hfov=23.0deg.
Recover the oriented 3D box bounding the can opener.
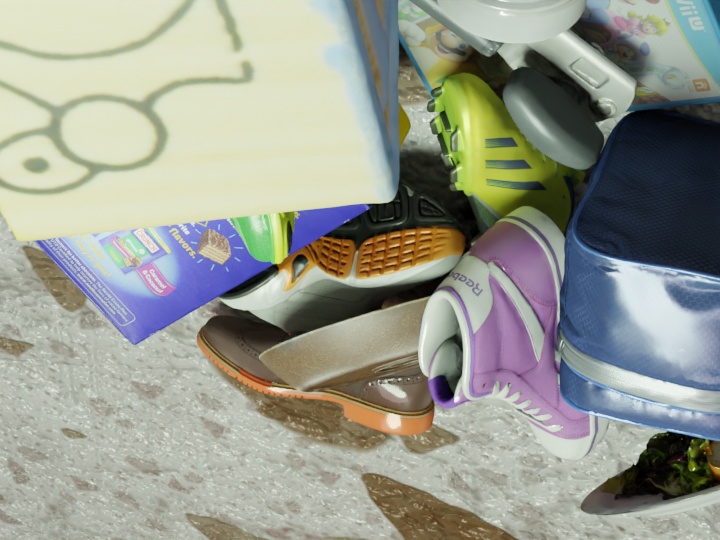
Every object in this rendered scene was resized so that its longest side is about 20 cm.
[{"bbox_3d":[0.074,-0.140,1.008,0.200,0.067,0.053,38,144,-12],"label":"can opener"}]

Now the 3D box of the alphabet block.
[{"bbox_3d":[-0.093,-0.150,0.860,0.200,0.197,0.195,-5,142,9],"label":"alphabet block"}]

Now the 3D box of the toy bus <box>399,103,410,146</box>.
[{"bbox_3d":[-0.041,-0.155,1.052,0.065,0.078,0.200,-14,127,34],"label":"toy bus"}]

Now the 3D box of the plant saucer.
[{"bbox_3d":[0.030,0.048,1.214,0.200,0.035,0.200,-15,172,-2],"label":"plant saucer"}]

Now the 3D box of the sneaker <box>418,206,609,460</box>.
[{"bbox_3d":[0.089,0.066,1.116,0.073,0.114,0.201,22,144,43],"label":"sneaker"}]

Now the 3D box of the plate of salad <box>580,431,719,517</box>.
[{"bbox_3d":[0.240,0.119,1.199,0.200,0.200,0.048,-21,91,44],"label":"plate of salad"}]

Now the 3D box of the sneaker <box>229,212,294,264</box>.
[{"bbox_3d":[-0.104,-0.087,1.056,0.083,0.074,0.200,-28,109,15],"label":"sneaker"}]

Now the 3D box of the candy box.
[{"bbox_3d":[-0.118,-0.069,1.155,0.200,0.077,0.169,-28,119,20],"label":"candy box"}]

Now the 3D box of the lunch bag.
[{"bbox_3d":[0.195,0.004,1.047,0.136,0.200,0.133,14,125,16],"label":"lunch bag"}]

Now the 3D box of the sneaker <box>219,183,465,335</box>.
[{"bbox_3d":[0.000,0.000,1.205,0.200,0.076,0.092,-9,145,40],"label":"sneaker"}]

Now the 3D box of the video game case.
[{"bbox_3d":[0.114,-0.146,1.042,0.200,0.018,0.143,-4,136,32],"label":"video game case"}]

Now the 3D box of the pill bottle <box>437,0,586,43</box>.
[{"bbox_3d":[0.085,-0.214,0.886,0.112,0.112,0.200,16,143,10],"label":"pill bottle"}]

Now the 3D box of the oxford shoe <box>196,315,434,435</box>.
[{"bbox_3d":[-0.031,0.060,1.366,0.200,0.071,0.073,16,116,14],"label":"oxford shoe"}]

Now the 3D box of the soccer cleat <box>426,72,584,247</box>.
[{"bbox_3d":[0.096,-0.065,1.112,0.084,0.065,0.200,-18,145,5],"label":"soccer cleat"}]
